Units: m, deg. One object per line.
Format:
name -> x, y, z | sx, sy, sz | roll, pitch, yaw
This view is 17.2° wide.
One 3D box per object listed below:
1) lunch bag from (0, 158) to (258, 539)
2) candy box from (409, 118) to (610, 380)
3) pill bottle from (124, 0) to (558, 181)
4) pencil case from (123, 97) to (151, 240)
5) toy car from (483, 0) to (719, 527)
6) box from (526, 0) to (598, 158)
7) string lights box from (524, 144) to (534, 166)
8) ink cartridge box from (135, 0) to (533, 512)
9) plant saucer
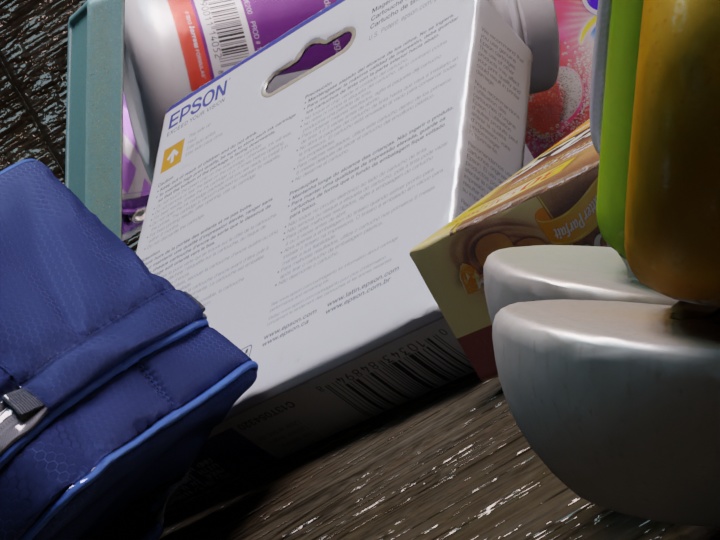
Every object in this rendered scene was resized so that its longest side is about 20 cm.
lunch bag -> -0.128, 0.062, 0.811 | 0.136, 0.132, 0.200 | -52, -5, 24
candy box -> 0.119, -0.041, 0.820 | 0.115, 0.055, 0.200 | -26, 7, 43
pill bottle -> -0.012, -0.104, 1.144 | 0.200, 0.113, 0.112 | -13, 2, -11
pencil case -> -0.050, -0.069, 1.234 | 0.200, 0.084, 0.086 | -14, 38, -10
toy car -> 0.106, -0.042, 0.510 | 0.150, 0.175, 0.200 | 4, 7, 1
box -> 0.144, -0.131, 1.262 | 0.200, 0.103, 0.095 | -30, 5, 0
string lights box -> 0.000, 0.000, 1.081 | 0.103, 0.059, 0.200 | -33, 6, -26
ink cartridge box -> -0.017, -0.019, 0.943 | 0.196, 0.043, 0.200 | -27, 39, 38
plant saucer -> -0.121, -0.025, 1.075 | 0.019, 0.201, 0.070 | 0, -3, -16
